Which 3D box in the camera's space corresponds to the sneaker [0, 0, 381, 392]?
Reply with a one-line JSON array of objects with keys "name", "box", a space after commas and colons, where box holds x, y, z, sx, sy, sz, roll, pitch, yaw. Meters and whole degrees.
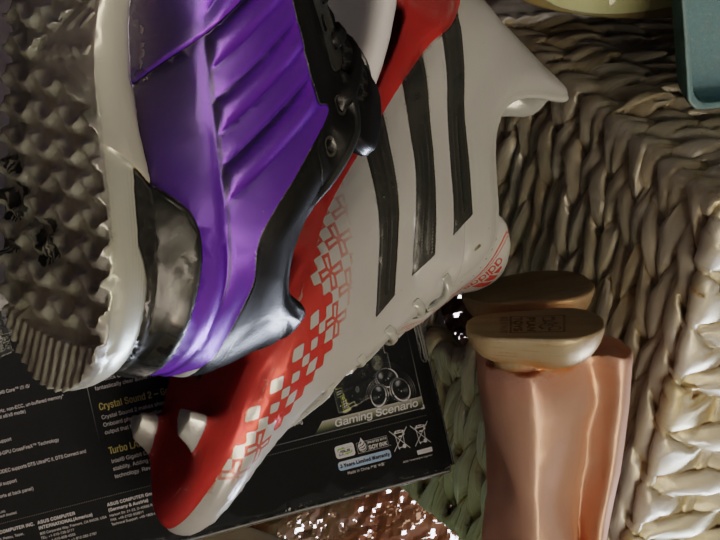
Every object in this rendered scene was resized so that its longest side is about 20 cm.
[{"name": "sneaker", "box": [-0.040, -0.068, 0.771, 0.099, 0.070, 0.200, 0, 100, -35]}]

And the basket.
[{"name": "basket", "box": [0.136, 0.016, 1.026, 0.200, 0.161, 0.198, -5, 121, -32]}]

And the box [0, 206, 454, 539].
[{"name": "box", "box": [-0.082, 0.010, 0.903, 0.200, 0.044, 0.160, -13, 89, -26]}]

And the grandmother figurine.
[{"name": "grandmother figurine", "box": [0.059, 0.108, 0.925, 0.061, 0.121, 0.200, 0, 108, 9]}]

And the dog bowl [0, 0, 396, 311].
[{"name": "dog bowl", "box": [-0.094, -0.091, 0.817, 0.200, 0.079, 0.200, -4, 100, -26]}]

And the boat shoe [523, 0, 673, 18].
[{"name": "boat shoe", "box": [0.132, -0.126, 0.991, 0.201, 0.073, 0.063, 1, 123, -25]}]

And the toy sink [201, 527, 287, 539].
[{"name": "toy sink", "box": [-0.065, 0.162, 1.008, 0.112, 0.200, 0.130, -48, 141, -38]}]

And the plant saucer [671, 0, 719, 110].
[{"name": "plant saucer", "box": [0.126, -0.155, 0.945, 0.070, 0.019, 0.200, -6, 93, -28]}]

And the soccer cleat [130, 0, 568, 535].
[{"name": "soccer cleat", "box": [0.000, 0.000, 0.883, 0.085, 0.069, 0.200, 33, 68, -20]}]
